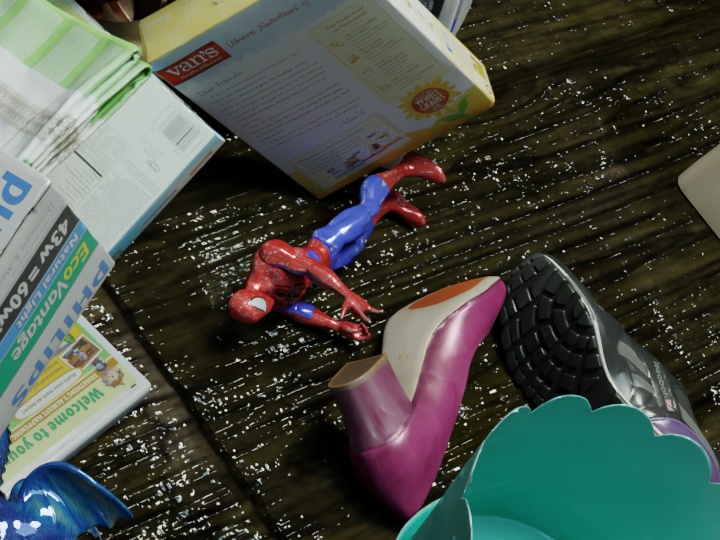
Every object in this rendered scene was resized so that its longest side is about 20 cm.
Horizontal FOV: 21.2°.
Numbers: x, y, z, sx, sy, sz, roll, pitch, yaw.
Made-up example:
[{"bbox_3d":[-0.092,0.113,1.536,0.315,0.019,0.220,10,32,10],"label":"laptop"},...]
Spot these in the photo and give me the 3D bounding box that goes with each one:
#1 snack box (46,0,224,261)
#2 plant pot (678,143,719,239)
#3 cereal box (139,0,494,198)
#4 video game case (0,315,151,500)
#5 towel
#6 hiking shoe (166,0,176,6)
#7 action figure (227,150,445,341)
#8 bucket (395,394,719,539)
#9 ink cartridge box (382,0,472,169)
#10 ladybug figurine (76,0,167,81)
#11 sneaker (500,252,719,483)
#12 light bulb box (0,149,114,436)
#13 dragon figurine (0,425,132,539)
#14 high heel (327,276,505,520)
[{"bbox_3d":[-0.195,-0.105,1.176,0.200,0.116,0.037,43,1,6],"label":"snack box"},{"bbox_3d":[0.403,-0.068,1.455,0.200,0.177,0.200,-21,68,-40],"label":"plant pot"},{"bbox_3d":[-0.024,-0.129,1.213,0.200,0.144,0.040,38,32,-50],"label":"cereal box"},{"bbox_3d":[-0.244,0.055,1.079,0.182,0.022,0.200,44,45,7],"label":"video game case"},{"bbox_3d":[-0.231,-0.078,1.084,0.149,0.031,0.200,31,70,39],"label":"towel"},{"bbox_3d":[-0.039,-0.147,1.280,0.200,0.087,0.074,13,64,-57],"label":"hiking shoe"},{"bbox_3d":[0.000,0.000,1.234,0.099,0.065,0.200,39,44,19],"label":"action figure"},{"bbox_3d":[0.118,0.186,1.109,0.207,0.135,0.207,17,49,-20],"label":"bucket"},{"bbox_3d":[0.058,-0.205,1.342,0.047,0.198,0.200,18,45,1],"label":"ink cartridge box"},{"bbox_3d":[-0.191,-0.189,1.268,0.136,0.072,0.200,-10,62,-36],"label":"ladybug figurine"},{"bbox_3d":[0.168,0.077,1.287,0.088,0.076,0.200,-7,62,-52],"label":"sneaker"},{"bbox_3d":[-0.264,0.010,0.941,0.200,0.125,0.198,29,78,15],"label":"light bulb box"},{"bbox_3d":[-0.161,0.137,1.011,0.200,0.059,0.100,33,59,-13],"label":"dragon figurine"},{"bbox_3d":[0.049,0.075,1.230,0.200,0.067,0.096,-36,107,-47],"label":"high heel"}]
